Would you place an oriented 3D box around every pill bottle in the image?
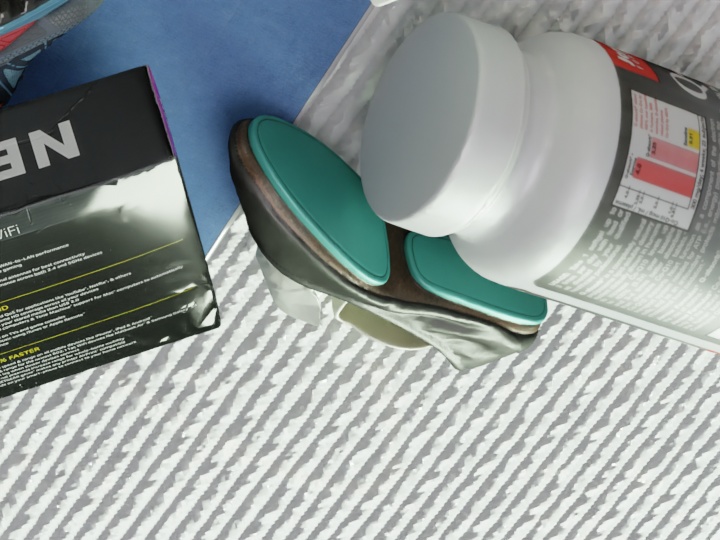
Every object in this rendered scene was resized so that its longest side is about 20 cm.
[{"bbox_3d":[0.109,-0.039,0.989,0.200,0.116,0.116,17,114,-28],"label":"pill bottle"}]

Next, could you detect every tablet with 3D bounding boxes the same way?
[{"bbox_3d":[-0.091,-0.071,0.962,0.130,0.014,0.200,23,112,-30],"label":"tablet"}]

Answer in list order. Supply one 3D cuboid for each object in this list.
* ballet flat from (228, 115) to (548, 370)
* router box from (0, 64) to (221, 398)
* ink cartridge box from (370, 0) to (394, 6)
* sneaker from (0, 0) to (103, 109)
[{"bbox_3d":[0.000,0.000,1.005,0.200,0.068,0.068,30,129,-35],"label":"ballet flat"},{"bbox_3d":[-0.164,0.002,0.907,0.200,0.051,0.149,-18,153,-6],"label":"router box"},{"bbox_3d":[0.083,-0.188,0.852,0.200,0.116,0.067,-19,127,15],"label":"ink cartridge box"},{"bbox_3d":[-0.183,-0.075,0.903,0.200,0.079,0.096,-29,143,5],"label":"sneaker"}]
